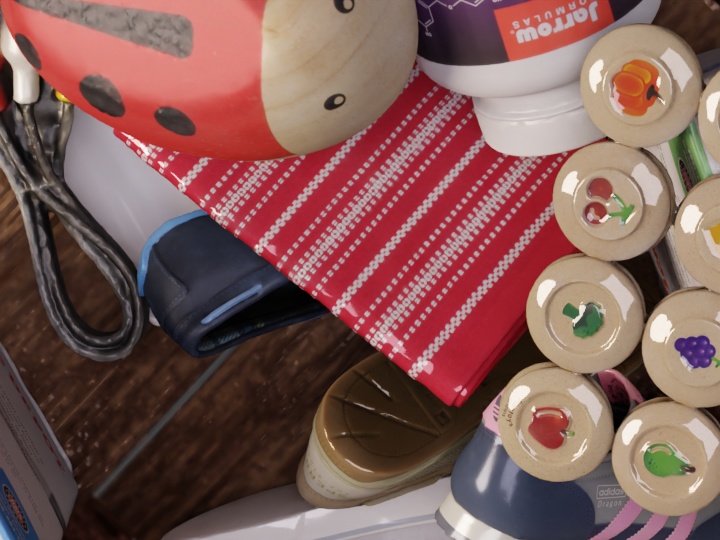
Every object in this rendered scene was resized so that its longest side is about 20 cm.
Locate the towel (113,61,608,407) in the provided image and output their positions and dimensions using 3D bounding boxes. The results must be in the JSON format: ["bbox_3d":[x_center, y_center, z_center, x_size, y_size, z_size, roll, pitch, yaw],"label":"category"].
[{"bbox_3d":[0.011,-0.049,1.265,0.200,0.022,0.145,39,71,7],"label":"towel"}]

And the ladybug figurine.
[{"bbox_3d":[-0.074,-0.109,1.192,0.199,0.072,0.136,11,112,26],"label":"ladybug figurine"}]

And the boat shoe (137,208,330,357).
[{"bbox_3d":[0.000,0.000,1.301,0.199,0.084,0.069,-19,54,-11],"label":"boat shoe"}]

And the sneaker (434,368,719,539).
[{"bbox_3d":[0.122,0.084,1.284,0.070,0.200,0.082,34,114,35],"label":"sneaker"}]

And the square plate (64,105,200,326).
[{"bbox_3d":[-0.069,-0.109,1.324,0.198,0.028,0.200,-34,97,2],"label":"square plate"}]

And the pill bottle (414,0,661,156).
[{"bbox_3d":[0.059,-0.152,1.193,0.112,0.113,0.200,-21,117,0],"label":"pill bottle"}]

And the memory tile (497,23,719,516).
[{"bbox_3d":[0.144,0.009,1.157,0.153,0.017,0.201,17,108,13],"label":"memory tile"}]

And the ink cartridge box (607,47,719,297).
[{"bbox_3d":[0.180,-0.021,1.261,0.084,0.200,0.145,-21,97,-3],"label":"ink cartridge box"}]

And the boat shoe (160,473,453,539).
[{"bbox_3d":[0.009,0.131,1.341,0.199,0.072,0.069,-11,97,-11],"label":"boat shoe"}]

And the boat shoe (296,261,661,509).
[{"bbox_3d":[0.055,0.052,1.313,0.200,0.065,0.072,-27,73,-31],"label":"boat shoe"}]

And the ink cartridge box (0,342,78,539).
[{"bbox_3d":[-0.199,0.075,1.253,0.084,0.200,0.145,-28,97,3],"label":"ink cartridge box"}]

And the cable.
[{"bbox_3d":[-0.151,-0.054,1.286,0.097,0.050,0.201,-8,95,2],"label":"cable"}]
